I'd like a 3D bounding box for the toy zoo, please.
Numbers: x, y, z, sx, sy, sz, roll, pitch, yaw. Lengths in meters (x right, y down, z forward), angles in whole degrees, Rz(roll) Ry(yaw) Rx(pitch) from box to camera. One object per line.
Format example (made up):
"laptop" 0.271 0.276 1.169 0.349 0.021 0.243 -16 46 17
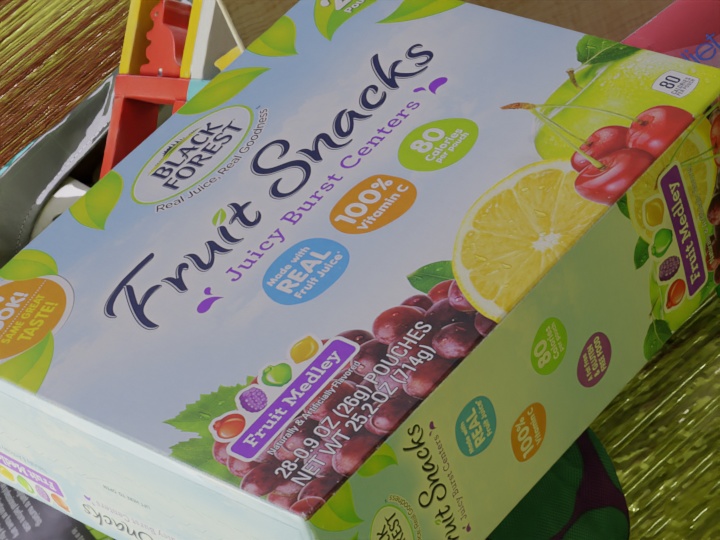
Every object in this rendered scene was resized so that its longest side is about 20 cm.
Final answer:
"toy zoo" -0.063 -0.069 1.044 0.131 0.020 0.201 8 88 56

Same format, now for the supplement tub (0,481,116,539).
"supplement tub" -0.052 0.075 0.865 0.200 0.107 0.107 -42 23 0

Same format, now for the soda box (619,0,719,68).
"soda box" 0.114 -0.049 0.898 0.200 0.063 0.070 -37 -20 -13

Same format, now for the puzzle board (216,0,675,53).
"puzzle board" 0.062 -0.084 0.941 0.199 0.151 0.017 -26 2 -13

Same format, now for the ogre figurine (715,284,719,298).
"ogre figurine" 0.181 -0.037 0.800 0.120 0.200 0.098 -30 66 -12

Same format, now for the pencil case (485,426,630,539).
"pencil case" 0.000 0.121 0.756 0.200 0.085 0.092 -49 10 -30

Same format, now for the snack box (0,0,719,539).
"snack box" -0.003 0.004 0.772 0.168 0.068 0.200 21 53 41

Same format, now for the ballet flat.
"ballet flat" -0.110 -0.047 1.160 0.200 0.067 0.064 -48 54 -6
